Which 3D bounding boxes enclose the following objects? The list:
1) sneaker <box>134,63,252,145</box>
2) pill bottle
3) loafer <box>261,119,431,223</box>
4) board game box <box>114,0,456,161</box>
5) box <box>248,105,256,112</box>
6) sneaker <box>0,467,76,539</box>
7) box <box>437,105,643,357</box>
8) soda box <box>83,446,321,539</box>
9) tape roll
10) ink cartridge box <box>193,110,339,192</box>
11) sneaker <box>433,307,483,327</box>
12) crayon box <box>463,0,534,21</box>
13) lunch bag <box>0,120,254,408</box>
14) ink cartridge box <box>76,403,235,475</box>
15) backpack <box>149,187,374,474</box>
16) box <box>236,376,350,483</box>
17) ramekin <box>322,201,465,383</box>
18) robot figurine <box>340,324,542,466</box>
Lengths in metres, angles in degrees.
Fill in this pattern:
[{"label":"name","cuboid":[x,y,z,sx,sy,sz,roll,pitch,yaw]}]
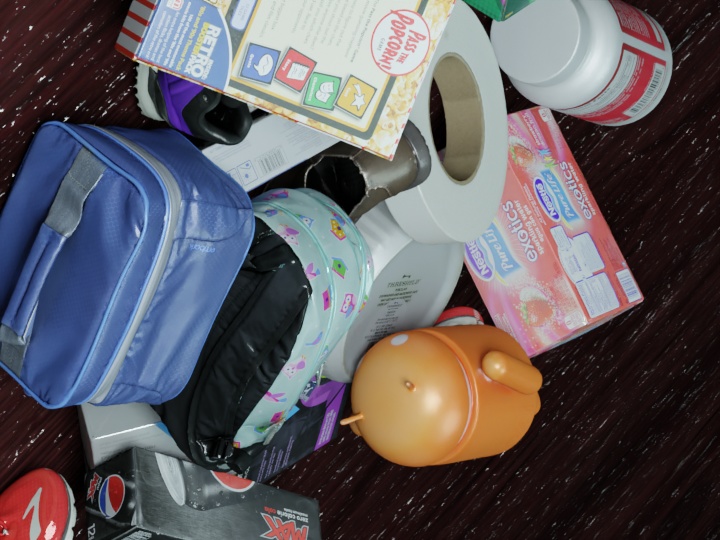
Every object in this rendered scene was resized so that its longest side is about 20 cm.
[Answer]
[{"label":"sneaker","cuboid":[-0.102,-0.164,1.514,0.069,0.099,0.201,-40,148,-28]},{"label":"pill bottle","cuboid":[0.193,-0.194,1.986,0.113,0.112,0.200,-60,154,11]},{"label":"loafer","cuboid":[-0.029,-0.065,1.732,0.071,0.073,0.200,-26,177,-38]},{"label":"board game box","cuboid":[-0.041,-0.177,1.468,0.199,0.046,0.152,21,96,-27]},{"label":"box","cuboid":[-0.041,-0.163,1.586,0.199,0.042,0.039,-30,172,27]},{"label":"sneaker","cuboid":[-0.295,0.224,1.696,0.200,0.077,0.085,-47,149,-17]},{"label":"box","cuboid":[0.150,-0.033,1.991,0.094,0.201,0.102,-31,173,38]},{"label":"soda box","cuboid":[-0.120,0.198,1.749,0.063,0.071,0.199,-27,146,36]},{"label":"tape roll","cuboid":[0.064,-0.122,1.811,0.202,0.037,0.204,16,71,-60]},{"label":"ink cartridge box","cuboid":[-0.070,-0.094,1.665,0.094,0.044,0.200,-17,-169,47]},{"label":"sneaker","cuboid":[0.049,0.071,2.044,0.077,0.085,0.200,12,150,-23]},{"label":"crayon box","cuboid":[0.162,-0.303,1.852,0.200,0.058,0.119,-37,150,-38]},{"label":"lunch bag","cuboid":[-0.183,0.001,1.535,0.132,0.136,0.201,3,117,-50]},{"label":"ink cartridge box","cuboid":[-0.161,0.156,1.800,0.114,0.068,0.201,-13,142,-11]},{"label":"backpack","cuboid":[-0.085,0.029,1.642,0.200,0.167,0.126,-53,168,33]},{"label":"box","cuboid":[-0.082,0.130,1.997,0.199,0.036,0.144,-28,144,-41]},{"label":"ramekin","cuboid":[0.000,0.000,1.897,0.200,0.105,0.201,-41,152,-27]},{"label":"robot figurine","cuboid":[0.072,0.103,1.883,0.199,0.143,0.117,-3,111,-52]}]
